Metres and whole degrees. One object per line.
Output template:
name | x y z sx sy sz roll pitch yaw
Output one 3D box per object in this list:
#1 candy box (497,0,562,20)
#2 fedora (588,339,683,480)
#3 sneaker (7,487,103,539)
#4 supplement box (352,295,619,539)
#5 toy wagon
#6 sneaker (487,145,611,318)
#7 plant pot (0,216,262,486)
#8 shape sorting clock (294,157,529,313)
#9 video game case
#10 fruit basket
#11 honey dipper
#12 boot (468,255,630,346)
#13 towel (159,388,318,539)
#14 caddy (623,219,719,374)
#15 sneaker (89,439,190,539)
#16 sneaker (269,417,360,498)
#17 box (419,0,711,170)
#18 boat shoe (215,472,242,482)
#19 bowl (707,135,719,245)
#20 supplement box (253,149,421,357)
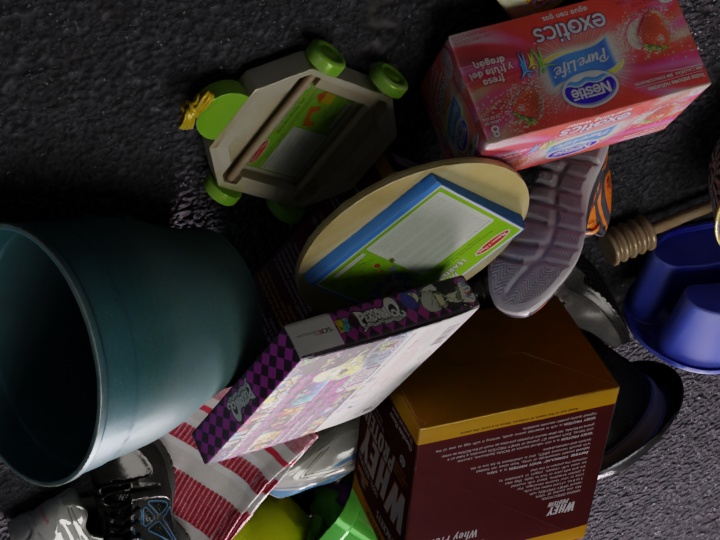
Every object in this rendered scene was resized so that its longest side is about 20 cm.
candy box | 0.180 -0.273 1.299 0.200 0.026 0.102 -36 148 11
fedora | 0.230 0.127 1.726 0.200 0.201 0.092 -32 109 6
sneaker | -0.246 0.269 1.649 0.099 0.078 0.200 -37 145 7
supplement box | 0.110 0.157 1.584 0.196 0.133 0.201 -10 131 -18
toy wagon | -0.061 -0.114 1.326 0.199 0.040 0.155 14 127 -43
sneaker | 0.178 -0.035 1.487 0.201 0.077 0.112 -64 155 -15
plant pot | -0.185 0.046 1.323 0.187 0.200 0.200 -15 145 -42
shape sorting clock | 0.041 -0.026 1.355 0.199 0.039 0.200 -16 146 -11
video game case | -0.022 0.082 1.382 0.181 0.036 0.200 -16 160 -35
fruit basket | -0.065 0.274 1.753 0.214 0.156 0.217 7 119 12
honey dipper | 0.326 -0.058 1.662 0.199 0.038 0.038 -23 145 -15
boot | 0.171 0.038 1.658 0.131 0.070 0.200 -34 133 14
towel | -0.145 0.172 1.576 0.144 0.023 0.200 33 120 -11
caddy | 0.361 0.031 1.701 0.199 0.142 0.105 -10 138 -23
sneaker | -0.206 0.223 1.560 0.073 0.082 0.201 -9 118 19
sneaker | -0.011 0.164 1.680 0.199 0.072 0.073 -23 147 -4
box | 0.161 -0.148 1.359 0.199 0.095 0.103 -16 167 -17
boat shoe | -0.064 0.119 1.613 0.200 0.073 0.062 -42 -174 8
bowl | 0.396 -0.113 1.584 0.200 0.094 0.201 -18 144 -14
supplement box | 0.000 0.000 1.467 0.110 0.086 0.200 20 123 -46
